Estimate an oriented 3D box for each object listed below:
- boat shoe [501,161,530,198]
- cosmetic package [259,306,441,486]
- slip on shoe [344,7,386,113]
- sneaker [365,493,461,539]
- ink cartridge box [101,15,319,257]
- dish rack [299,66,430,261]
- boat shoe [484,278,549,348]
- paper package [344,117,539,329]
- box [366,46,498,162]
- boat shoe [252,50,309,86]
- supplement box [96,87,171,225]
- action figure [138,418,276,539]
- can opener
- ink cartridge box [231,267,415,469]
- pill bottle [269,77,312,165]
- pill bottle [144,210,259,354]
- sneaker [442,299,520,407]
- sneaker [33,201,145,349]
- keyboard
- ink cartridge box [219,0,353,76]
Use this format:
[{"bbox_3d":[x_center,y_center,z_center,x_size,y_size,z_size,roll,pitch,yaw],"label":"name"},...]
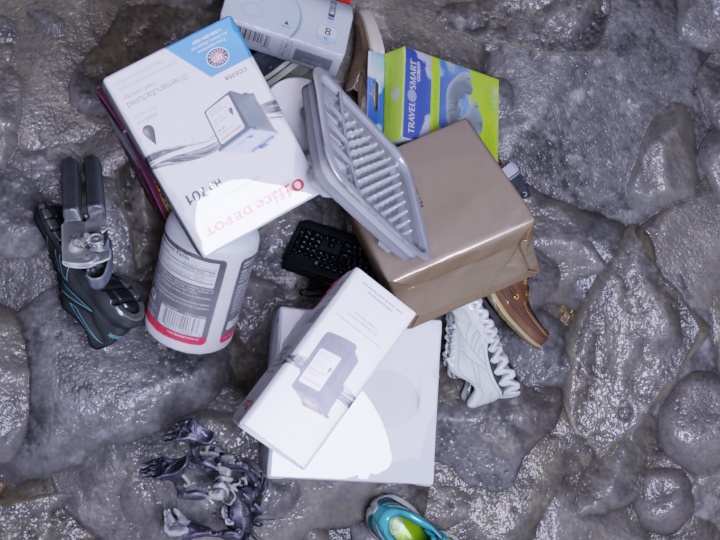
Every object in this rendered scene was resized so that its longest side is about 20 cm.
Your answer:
[{"bbox_3d":[0.149,-0.067,1.176,0.200,0.070,0.066,-38,92,-20],"label":"boat shoe"},{"bbox_3d":[-0.016,0.155,1.083,0.199,0.123,0.200,6,82,-12],"label":"cosmetic package"},{"bbox_3d":[0.006,-0.248,1.166,0.060,0.076,0.201,-10,91,-1],"label":"slip on shoe"},{"bbox_3d":[0.091,0.359,1.104,0.200,0.080,0.078,35,78,-6],"label":"sneaker"},{"bbox_3d":[-0.151,-0.134,0.905,0.146,0.086,0.200,-31,99,-11],"label":"ink cartridge box"},{"bbox_3d":[0.000,-0.105,0.940,0.043,0.200,0.172,-29,48,22],"label":"dish rack"},{"bbox_3d":[0.192,0.022,1.145,0.068,0.072,0.200,-40,110,5],"label":"boat shoe"},{"bbox_3d":[0.091,-0.061,1.059,0.190,0.104,0.200,-24,50,-1],"label":"paper package"},{"bbox_3d":[0.098,-0.213,1.148,0.200,0.048,0.122,7,81,-38],"label":"box"},{"bbox_3d":[-0.149,-0.244,1.131,0.200,0.075,0.062,-38,87,-18],"label":"boat shoe"},{"bbox_3d":[-0.214,-0.142,1.033,0.110,0.200,0.086,-31,56,-14],"label":"supplement box"},{"bbox_3d":[-0.178,0.263,1.050,0.200,0.102,0.119,61,39,-38],"label":"action figure"},{"bbox_3d":[-0.325,-0.057,1.042,0.053,0.067,0.200,-9,41,-12],"label":"can opener"},{"bbox_3d":[-0.044,0.106,0.947,0.084,0.145,0.200,38,78,-4],"label":"ink cartridge box"},{"bbox_3d":[-0.088,-0.163,1.066,0.112,0.200,0.113,1,83,-12],"label":"pill bottle"},{"bbox_3d":[-0.181,-0.012,1.030,0.110,0.111,0.201,15,117,-10],"label":"pill bottle"},{"bbox_3d":[0.139,0.093,1.130,0.081,0.075,0.200,-25,110,1],"label":"sneaker"},{"bbox_3d":[-0.344,0.005,1.058,0.079,0.075,0.200,-43,74,23],"label":"sneaker"},{"bbox_3d":[0.000,0.000,1.114,0.199,0.040,0.104,17,66,8],"label":"keyboard"},{"bbox_3d":[-0.086,-0.361,1.137,0.160,0.047,0.201,15,61,-10],"label":"ink cartridge box"}]
